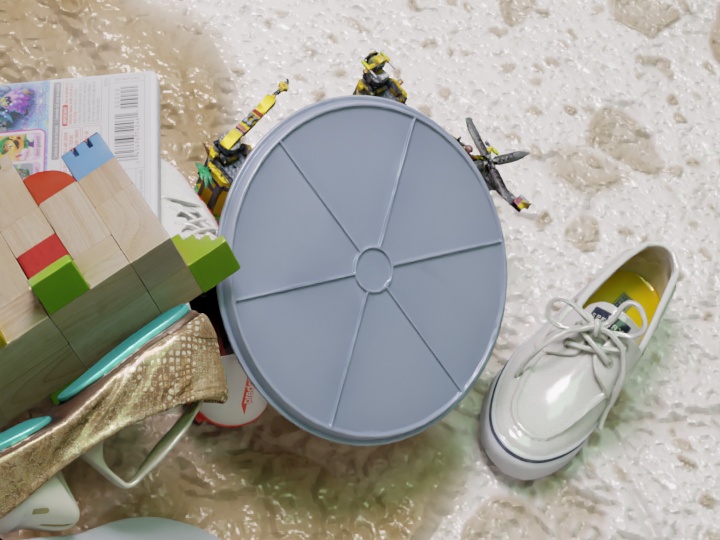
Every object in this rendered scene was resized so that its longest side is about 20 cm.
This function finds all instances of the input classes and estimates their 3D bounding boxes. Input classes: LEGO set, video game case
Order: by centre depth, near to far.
[{"bbox_3d":[-0.208,-0.031,1.140,0.180,0.024,0.202,-5,54,1],"label":"video game case"},{"bbox_3d":[0.001,-0.071,1.220,0.199,0.116,0.154,-19,65,-32],"label":"LEGO set"}]

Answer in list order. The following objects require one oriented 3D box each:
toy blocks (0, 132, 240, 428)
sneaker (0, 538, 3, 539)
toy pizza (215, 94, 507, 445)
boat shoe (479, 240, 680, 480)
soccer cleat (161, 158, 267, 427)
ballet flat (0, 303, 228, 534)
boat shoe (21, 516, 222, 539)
[{"bbox_3d":[-0.185,-0.002,1.054,0.199,0.100,0.137,-33,49,-6],"label":"toy blocks"},{"bbox_3d":[-0.267,0.129,1.002,0.199,0.071,0.098,34,50,3],"label":"sneaker"},{"bbox_3d":[0.000,0.000,1.113,0.198,0.032,0.203,2,87,-32],"label":"toy pizza"},{"bbox_3d":[0.149,0.046,1.211,0.074,0.086,0.202,39,51,11],"label":"boat shoe"},{"bbox_3d":[-0.098,0.000,1.153,0.068,0.085,0.201,-7,58,-25],"label":"soccer cleat"},{"bbox_3d":[-0.147,0.093,0.982,0.199,0.070,0.066,-34,97,-20],"label":"ballet flat"},{"bbox_3d":[-0.133,0.181,1.007,0.071,0.070,0.199,46,23,26],"label":"boat shoe"}]
